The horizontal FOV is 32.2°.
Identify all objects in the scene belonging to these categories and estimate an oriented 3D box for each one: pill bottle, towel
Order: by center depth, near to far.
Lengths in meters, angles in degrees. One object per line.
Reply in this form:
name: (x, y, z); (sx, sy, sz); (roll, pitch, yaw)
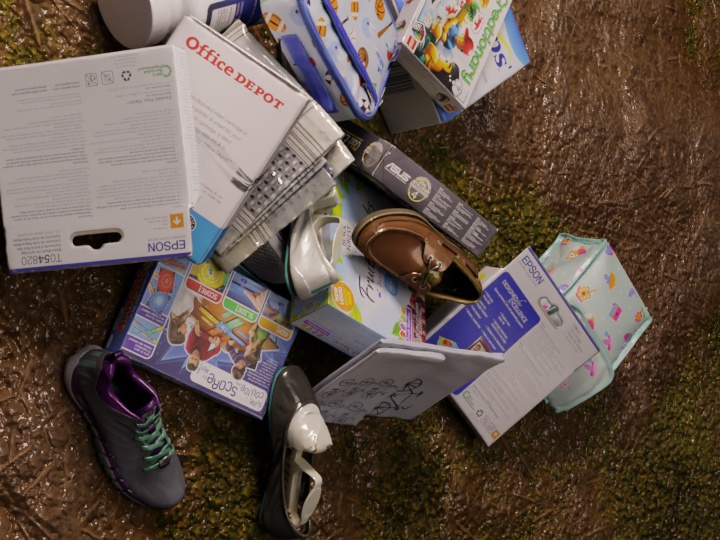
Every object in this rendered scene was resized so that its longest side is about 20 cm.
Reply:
towel: (-0.131, -0.128, 1.308); (0.192, 0.035, 0.200); (-42, 95, -4)
pill bottle: (-0.172, -0.303, 1.322); (0.200, 0.115, 0.116); (-27, 105, -41)

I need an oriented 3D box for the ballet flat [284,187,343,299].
ballet flat: (-0.051, -0.059, 1.377); (0.069, 0.069, 0.201); (26, 46, -39)

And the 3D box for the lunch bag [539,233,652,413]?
lunch bag: (0.290, 0.075, 1.731); (0.200, 0.122, 0.171); (-48, 121, -23)

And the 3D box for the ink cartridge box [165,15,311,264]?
ink cartridge box: (-0.162, -0.130, 1.246); (0.146, 0.086, 0.200); (34, 96, -2)

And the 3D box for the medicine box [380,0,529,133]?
medicine box: (0.096, -0.302, 1.581); (0.200, 0.103, 0.183); (-38, 113, -37)

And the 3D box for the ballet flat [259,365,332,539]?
ballet flat: (-0.066, 0.207, 1.392); (0.068, 0.068, 0.201); (-12, 111, -51)

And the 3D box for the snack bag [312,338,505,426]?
snack bag: (0.041, 0.136, 1.453); (0.199, 0.188, 0.021); (10, 54, -39)

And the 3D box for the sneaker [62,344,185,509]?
sneaker: (-0.226, 0.166, 1.263); (0.074, 0.087, 0.201); (-45, 116, -35)

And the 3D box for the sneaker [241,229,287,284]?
sneaker: (-0.114, -0.090, 1.391); (0.114, 0.072, 0.201); (-46, 114, -39)

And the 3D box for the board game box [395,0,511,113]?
board game box: (0.112, -0.308, 1.503); (0.126, 0.035, 0.201); (40, 62, -34)

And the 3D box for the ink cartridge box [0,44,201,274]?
ink cartridge box: (-0.252, -0.104, 1.191); (0.041, 0.199, 0.201); (-8, 94, -77)

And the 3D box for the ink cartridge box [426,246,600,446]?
ink cartridge box: (0.185, 0.097, 1.625); (0.200, 0.047, 0.198); (-41, 116, -7)

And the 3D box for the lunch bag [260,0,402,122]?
lunch bag: (-0.028, -0.259, 1.342); (0.200, 0.075, 0.161); (58, 39, -42)

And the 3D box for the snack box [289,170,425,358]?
snack box: (0.000, 0.000, 1.456); (0.168, 0.068, 0.201); (32, 44, -36)

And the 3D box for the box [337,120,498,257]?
box: (0.051, -0.105, 1.489); (0.200, 0.161, 0.049); (34, 94, -36)

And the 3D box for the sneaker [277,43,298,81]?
sneaker: (-0.053, -0.319, 1.460); (0.075, 0.077, 0.201); (-7, 91, -41)

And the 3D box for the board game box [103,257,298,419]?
board game box: (-0.163, 0.063, 1.343); (0.200, 0.034, 0.136); (32, 74, -36)

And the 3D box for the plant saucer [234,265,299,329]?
plant saucer: (-0.145, 0.029, 1.395); (0.200, 0.019, 0.070); (40, 62, -33)

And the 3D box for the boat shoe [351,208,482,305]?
boat shoe: (0.075, -0.013, 1.423); (0.200, 0.068, 0.072); (18, 119, -45)
